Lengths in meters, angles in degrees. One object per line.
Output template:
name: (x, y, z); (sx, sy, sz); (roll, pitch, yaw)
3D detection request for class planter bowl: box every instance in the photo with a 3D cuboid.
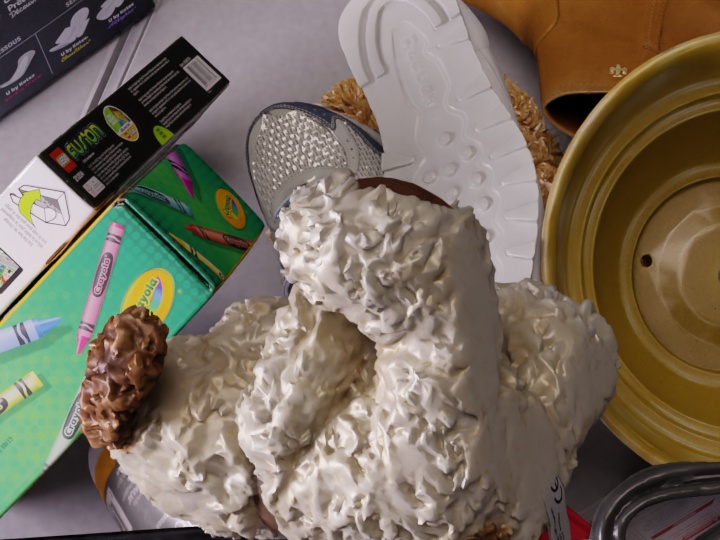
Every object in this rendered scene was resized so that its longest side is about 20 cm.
planter bowl: (0.171, 0.000, 1.015); (0.200, 0.083, 0.201); (0, 85, -5)

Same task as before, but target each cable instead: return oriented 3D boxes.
cable: (0.188, 0.073, 0.955); (0.200, 0.050, 0.097); (-38, 103, 0)

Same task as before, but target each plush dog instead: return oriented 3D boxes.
plush dog: (-0.014, 0.063, 0.884); (0.171, 0.200, 0.161); (-1, 72, 30)

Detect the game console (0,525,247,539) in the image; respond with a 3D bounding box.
game console: (-0.137, 0.206, 0.918); (0.199, 0.119, 0.173); (-7, 35, 22)

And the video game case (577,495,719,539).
video game case: (0.149, 0.134, 0.967); (0.143, 0.018, 0.200); (-30, 23, -8)

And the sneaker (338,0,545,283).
sneaker: (0.049, -0.042, 1.032); (0.076, 0.081, 0.200); (-19, 60, 16)

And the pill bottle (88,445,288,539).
pill bottle: (-0.027, 0.132, 1.005); (0.116, 0.116, 0.200); (-31, 64, -8)

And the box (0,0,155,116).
box: (-0.220, -0.194, 1.196); (0.132, 0.115, 0.200); (-37, 65, -11)

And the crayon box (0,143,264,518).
crayon box: (-0.136, 0.042, 1.017); (0.058, 0.119, 0.200); (44, 105, -4)

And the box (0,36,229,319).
box: (-0.132, -0.035, 1.050); (0.035, 0.200, 0.110); (44, 113, -5)

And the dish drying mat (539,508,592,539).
dish drying mat: (0.033, 0.169, 0.911); (0.077, 0.018, 0.200); (38, 58, -6)

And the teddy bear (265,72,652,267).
teddy bear: (0.050, -0.026, 1.103); (0.200, 0.067, 0.145); (39, 77, 23)

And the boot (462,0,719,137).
boot: (0.096, -0.120, 1.117); (0.201, 0.071, 0.144); (14, 39, 7)

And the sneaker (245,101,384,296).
sneaker: (0.000, 0.000, 1.041); (0.077, 0.085, 0.200); (-36, 67, 14)
